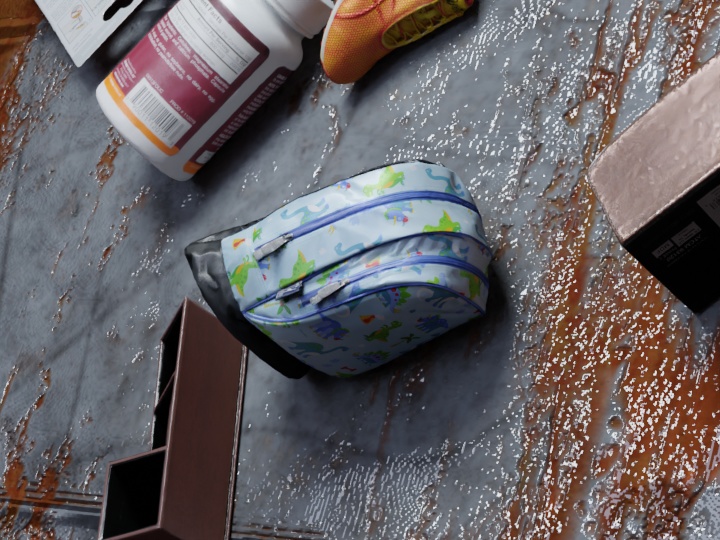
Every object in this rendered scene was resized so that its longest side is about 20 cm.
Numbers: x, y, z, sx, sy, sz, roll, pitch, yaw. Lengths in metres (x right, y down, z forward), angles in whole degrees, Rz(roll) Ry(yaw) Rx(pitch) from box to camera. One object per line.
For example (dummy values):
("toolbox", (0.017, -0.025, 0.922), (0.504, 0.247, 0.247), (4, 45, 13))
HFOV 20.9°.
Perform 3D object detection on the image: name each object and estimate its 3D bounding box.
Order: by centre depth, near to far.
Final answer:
("letter holder", (0.252, -0.099, 1.299), (0.199, 0.100, 0.143), (-38, 43, 17))
("backpack", (0.000, 0.000, 1.430), (0.199, 0.163, 0.154), (-35, 54, 10))
("desk organizer", (-0.145, 0.129, 1.518), (0.071, 0.077, 0.202), (-18, 54, 32))
("sneaker", (0.045, -0.224, 1.583), (0.200, 0.073, 0.077), (-45, 53, 13))
("pill bottle", (-0.122, -0.185, 1.671), (0.200, 0.114, 0.114), (-44, 43, 10))
("ink cartridge box", (-0.245, -0.297, 1.908), (0.163, 0.057, 0.200), (-45, 52, 9))
